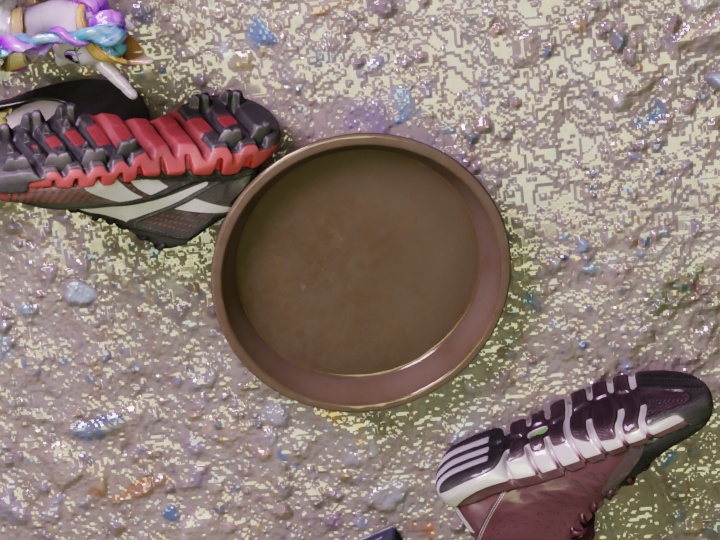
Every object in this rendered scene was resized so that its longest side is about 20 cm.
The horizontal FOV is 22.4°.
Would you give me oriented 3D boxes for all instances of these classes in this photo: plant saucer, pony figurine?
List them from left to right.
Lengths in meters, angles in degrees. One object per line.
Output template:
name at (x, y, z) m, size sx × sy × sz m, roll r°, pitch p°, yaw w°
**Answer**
pony figurine at (-0.229, -0.189, 1.116) m, size 0.199 × 0.167 × 0.194 m, roll -4°, pitch 108°, yaw 27°
plant saucer at (0.000, 0.000, 1.200) m, size 0.199 × 0.030 × 0.201 m, roll -3°, pitch 115°, yaw -6°

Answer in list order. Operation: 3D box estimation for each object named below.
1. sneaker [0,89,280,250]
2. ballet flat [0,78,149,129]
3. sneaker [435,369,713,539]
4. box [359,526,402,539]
sneaker at (-0.148, -0.055, 1.155) m, size 0.199 × 0.071 × 0.098 m, roll -8°, pitch 129°, yaw -28°
ballet flat at (-0.237, -0.076, 1.182) m, size 0.199 × 0.068 × 0.068 m, roll -11°, pitch 107°, yaw 6°
sneaker at (0.160, 0.147, 1.240) m, size 0.199 × 0.076 × 0.116 m, roll -20°, pitch 111°, yaw 20°
box at (0.006, 0.294, 1.220) m, size 0.107 × 0.200 × 0.149 m, roll -25°, pitch 105°, yaw 10°
